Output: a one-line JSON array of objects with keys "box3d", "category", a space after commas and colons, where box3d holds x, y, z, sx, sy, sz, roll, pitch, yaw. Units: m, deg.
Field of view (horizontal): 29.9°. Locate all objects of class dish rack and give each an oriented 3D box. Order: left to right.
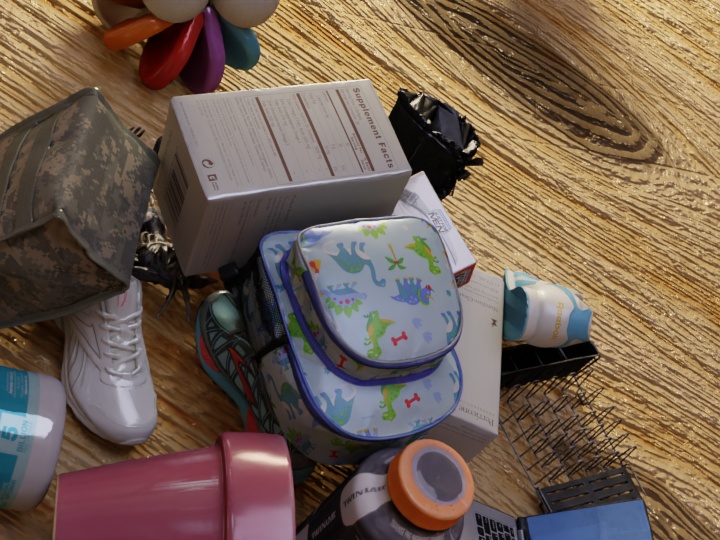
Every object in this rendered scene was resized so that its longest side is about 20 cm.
[{"box3d": [0.219, 0.171, 1.412, 0.152, 0.055, 0.201, -8, 60, -35], "category": "dish rack"}]

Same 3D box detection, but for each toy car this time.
[{"box3d": [-0.185, -0.264, 1.445, 0.198, 0.174, 0.152, -3, 92, -34], "category": "toy car"}]

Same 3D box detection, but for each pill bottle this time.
[{"box3d": [-0.340, 0.120, 1.059, 0.198, 0.111, 0.112, 14, 50, -22], "category": "pill bottle"}, {"box3d": [0.019, 0.219, 1.144, 0.105, 0.200, 0.107, 17, 49, -20], "category": "pill bottle"}]

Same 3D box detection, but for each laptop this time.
[{"box3d": [0.181, 0.290, 1.246, 0.199, 0.116, 0.189, 29, 41, -39], "category": "laptop"}]

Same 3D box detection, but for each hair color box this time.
[{"box3d": [0.000, 0.000, 1.315, 0.199, 0.064, 0.112, -26, 73, -12], "category": "hair color box"}]

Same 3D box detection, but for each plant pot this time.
[{"box3d": [-0.151, 0.225, 1.055, 0.177, 0.201, 0.201, 3, 53, -11], "category": "plant pot"}]

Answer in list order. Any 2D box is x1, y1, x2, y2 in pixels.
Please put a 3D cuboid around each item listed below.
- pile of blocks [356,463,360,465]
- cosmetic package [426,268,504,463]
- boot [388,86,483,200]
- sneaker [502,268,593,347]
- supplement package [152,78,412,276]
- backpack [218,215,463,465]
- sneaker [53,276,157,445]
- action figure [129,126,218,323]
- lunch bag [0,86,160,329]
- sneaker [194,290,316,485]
[{"box3d": [0.001, 0.165, 1.263, 0.062, 0.082, 0.202, -21, 83, -25], "category": "pile of blocks"}, {"box3d": [0.080, 0.086, 1.373, 0.112, 0.081, 0.201, 21, 46, -19], "category": "cosmetic package"}, {"box3d": [0.021, -0.132, 1.448, 0.198, 0.163, 0.073, 37, 43, -1], "category": "boot"}, {"box3d": [0.187, 0.045, 1.420, 0.080, 0.077, 0.200, 9, 8, -5], "category": "sneaker"}, {"box3d": [-0.074, -0.086, 1.224, 0.198, 0.117, 0.118, -9, 58, -26], "category": "supplement package"}, {"box3d": [-0.001, 0.057, 1.164, 0.182, 0.147, 0.202, -7, 71, -30], "category": "backpack"}, {"box3d": [-0.223, 0.055, 1.191, 0.077, 0.100, 0.201, -6, 60, -36], "category": "sneaker"}, {"box3d": [-0.188, -0.054, 1.300, 0.118, 0.102, 0.201, 4, 51, -36], "category": "action figure"}, {"box3d": [-0.290, -0.042, 1.166, 0.118, 0.199, 0.165, 49, 32, -36], "category": "lunch bag"}, {"box3d": [-0.082, 0.092, 1.254, 0.079, 0.096, 0.201, -16, 66, -39], "category": "sneaker"}]
